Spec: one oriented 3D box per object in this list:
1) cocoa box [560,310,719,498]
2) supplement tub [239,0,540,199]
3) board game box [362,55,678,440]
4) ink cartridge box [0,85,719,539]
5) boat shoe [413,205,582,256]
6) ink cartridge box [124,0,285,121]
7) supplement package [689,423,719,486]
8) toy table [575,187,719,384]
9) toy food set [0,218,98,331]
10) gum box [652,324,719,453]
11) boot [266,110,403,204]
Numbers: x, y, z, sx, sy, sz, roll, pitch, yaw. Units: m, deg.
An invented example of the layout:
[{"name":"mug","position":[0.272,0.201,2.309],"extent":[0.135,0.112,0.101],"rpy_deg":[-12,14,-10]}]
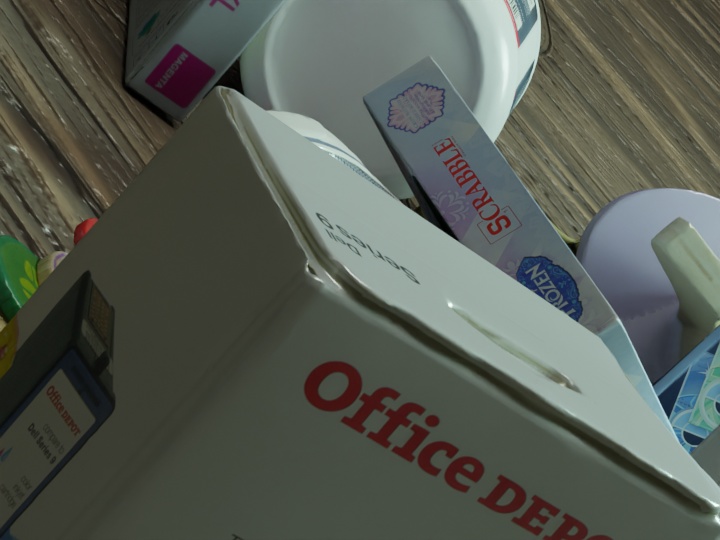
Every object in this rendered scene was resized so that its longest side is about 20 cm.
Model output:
[{"name":"cocoa box","position":[0.049,0.133,0.827],"extent":[0.133,0.131,0.200],"rpy_deg":[-13,55,-49]},{"name":"supplement tub","position":[0.020,-0.120,1.496],"extent":[0.140,0.140,0.200],"rpy_deg":[43,15,-2]},{"name":"board game box","position":[0.088,0.029,1.318],"extent":[0.200,0.041,0.200],"rpy_deg":[58,-1,45]},{"name":"ink cartridge box","position":[-0.035,0.079,0.679],"extent":[0.145,0.200,0.088],"rpy_deg":[32,18,-36]},{"name":"boat shoe","position":[0.111,-0.001,1.552],"extent":[0.201,0.063,0.073],"rpy_deg":[31,19,-38]},{"name":"ink cartridge box","position":[-0.066,-0.158,1.415],"extent":[0.042,0.119,0.200],"rpy_deg":[37,16,-19]},{"name":"supplement package","position":[0.178,0.118,1.124],"extent":[0.111,0.200,0.156],"rpy_deg":[48,16,18]},{"name":"toy table","position":[0.199,0.047,1.468],"extent":[0.200,0.184,0.117],"rpy_deg":[39,-3,-7]},{"name":"toy food set","position":[-0.052,0.059,0.989],"extent":[0.200,0.049,0.198],"rpy_deg":[35,17,-28]},{"name":"gum box","position":[0.263,0.077,1.361],"extent":[0.200,0.170,0.045],"rpy_deg":[47,16,1]},{"name":"boot","position":[0.000,0.000,1.236],"extent":[0.090,0.073,0.200],"rpy_deg":[51,14,33]}]
